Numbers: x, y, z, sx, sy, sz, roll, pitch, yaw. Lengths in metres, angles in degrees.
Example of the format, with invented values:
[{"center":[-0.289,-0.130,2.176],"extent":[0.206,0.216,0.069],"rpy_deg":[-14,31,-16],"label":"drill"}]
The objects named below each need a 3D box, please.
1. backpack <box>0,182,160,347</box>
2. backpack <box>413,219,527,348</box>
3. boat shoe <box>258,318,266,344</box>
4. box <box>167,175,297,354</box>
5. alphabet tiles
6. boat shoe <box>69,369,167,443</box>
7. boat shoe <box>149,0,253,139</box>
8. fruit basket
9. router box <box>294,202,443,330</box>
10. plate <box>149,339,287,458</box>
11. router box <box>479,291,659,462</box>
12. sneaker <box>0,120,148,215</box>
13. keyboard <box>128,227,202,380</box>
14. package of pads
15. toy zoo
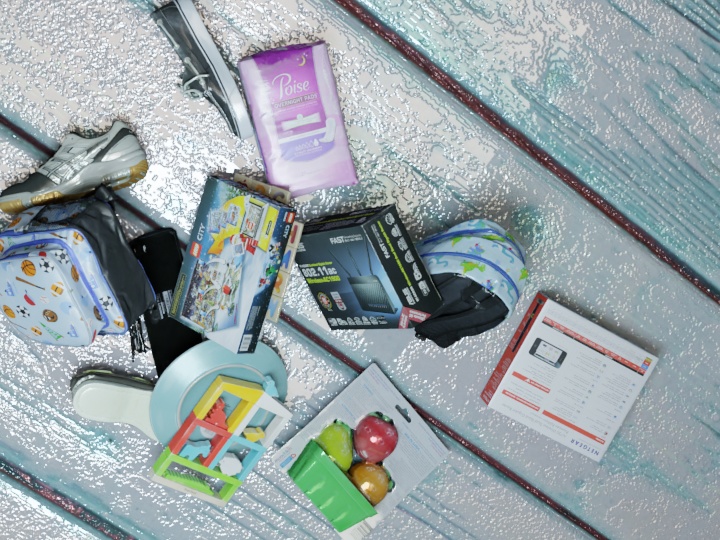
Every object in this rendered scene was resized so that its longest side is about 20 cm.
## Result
[{"center":[-0.379,0.006,1.356],"extent":[0.190,0.154,0.201],"rpy_deg":[0,119,35],"label":"backpack"},{"center":[0.132,0.015,1.434],"extent":[0.163,0.200,0.154],"rpy_deg":[41,75,-13],"label":"backpack"},{"center":[-0.140,0.017,1.463],"extent":[0.068,0.072,0.201],"rpy_deg":[13,93,-31],"label":"boat shoe"},{"center":[-0.169,-0.009,1.404],"extent":[0.038,0.136,0.201],"rpy_deg":[4,108,-54],"label":"box"},{"center":[-0.154,-0.021,1.421],"extent":[0.006,0.166,0.201],"rpy_deg":[4,104,-54],"label":"alphabet tiles"},{"center":[-0.301,0.183,1.467],"extent":[0.201,0.060,0.072],"rpy_deg":[21,100,-31],"label":"boat shoe"},{"center":[-0.207,-0.254,1.391],"extent":[0.068,0.074,0.200],"rpy_deg":[-28,104,-7],"label":"boat shoe"},{"center":[0.000,0.264,1.533],"extent":[0.200,0.094,0.185],"rpy_deg":[-44,105,-14],"label":"fruit basket"},{"center":[0.000,0.000,1.410],"extent":[0.062,0.200,0.150],"rpy_deg":[-35,106,-31],"label":"router box"},{"center":[-0.189,0.182,1.468],"extent":[0.199,0.026,0.201],"rpy_deg":[-13,122,-22],"label":"plate"},{"center":[0.304,0.156,1.563],"extent":[0.199,0.049,0.180],"rpy_deg":[28,96,-13],"label":"router box"},{"center":[-0.380,-0.134,1.402],"extent":[0.199,0.076,0.088],"rpy_deg":[-19,83,-4],"label":"sneaker"},{"center":[-0.283,0.047,1.470],"extent":[0.104,0.040,0.201],"rpy_deg":[-17,103,-29],"label":"keyboard"},{"center":[-0.082,-0.197,1.422],"extent":[0.120,0.076,0.201],"rpy_deg":[-15,103,-8],"label":"package of pads"},{"center":[-0.181,0.224,1.467],"extent":[0.131,0.020,0.200],"rpy_deg":[30,100,-37],"label":"toy zoo"}]
